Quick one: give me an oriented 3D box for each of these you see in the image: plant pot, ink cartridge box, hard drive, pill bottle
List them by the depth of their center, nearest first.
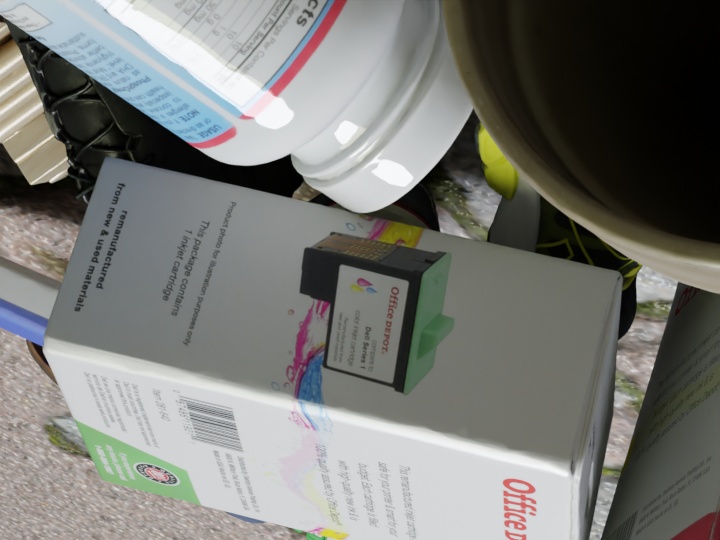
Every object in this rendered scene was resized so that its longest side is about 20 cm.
[{"bbox_3d":[0.146,-0.073,0.752,0.199,0.201,0.173,9,169,27],"label":"plant pot"},{"bbox_3d":[-0.055,-0.106,0.908,0.200,0.109,0.109,35,152,-24],"label":"pill bottle"},{"bbox_3d":[0.154,0.073,0.982,0.083,0.201,0.145,22,155,-6],"label":"ink cartridge box"},{"bbox_3d":[-0.005,0.043,0.998,0.199,0.084,0.145,13,157,10],"label":"ink cartridge box"},{"bbox_3d":[-0.169,0.007,1.190,0.199,0.025,0.132,23,174,17],"label":"hard drive"}]

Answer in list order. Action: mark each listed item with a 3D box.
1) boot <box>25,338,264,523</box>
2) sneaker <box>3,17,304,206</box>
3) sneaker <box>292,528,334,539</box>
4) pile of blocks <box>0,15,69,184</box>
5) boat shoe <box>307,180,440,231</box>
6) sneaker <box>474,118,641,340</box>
[{"bbox_3d":[-0.095,0.081,1.345,0.200,0.075,0.097,29,151,-18],"label":"boot"},{"bbox_3d":[-0.090,-0.071,1.028,0.076,0.091,0.200,-4,143,47],"label":"sneaker"},{"bbox_3d":[-0.022,0.075,1.270,0.200,0.078,0.085,32,153,-17],"label":"sneaker"},{"bbox_3d":[-0.157,-0.108,1.064,0.062,0.082,0.200,-34,141,13],"label":"pile of blocks"},{"bbox_3d":[0.000,0.000,1.122,0.071,0.063,0.200,24,155,2],"label":"boat shoe"},{"bbox_3d":[0.094,-0.022,0.990,0.084,0.075,0.200,13,153,18],"label":"sneaker"}]
